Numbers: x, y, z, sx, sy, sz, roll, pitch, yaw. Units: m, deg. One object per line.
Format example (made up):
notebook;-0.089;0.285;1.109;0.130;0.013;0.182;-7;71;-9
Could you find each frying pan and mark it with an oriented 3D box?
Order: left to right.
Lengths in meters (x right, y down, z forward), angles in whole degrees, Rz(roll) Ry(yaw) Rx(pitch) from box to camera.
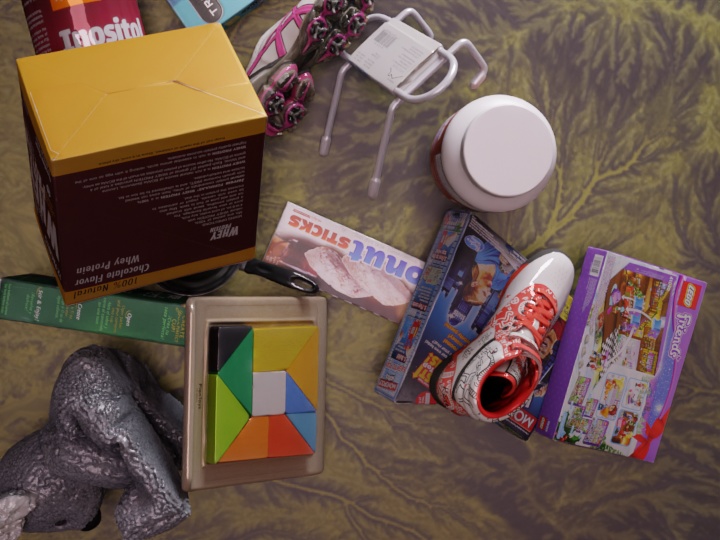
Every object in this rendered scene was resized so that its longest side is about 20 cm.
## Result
frying pan;-0.137;-0.029;1.316;0.188;0.031;0.116;0;77;-2

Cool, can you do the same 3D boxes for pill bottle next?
pill bottle;-0.276;-0.245;1.272;0.112;0.113;0.201;-15;93;-1
pill bottle;0.131;-0.114;1.247;0.111;0.200;0.113;0;92;-2

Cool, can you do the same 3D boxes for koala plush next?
koala plush;-0.287;0.190;1.263;0.199;0.178;0.184;-32;106;13

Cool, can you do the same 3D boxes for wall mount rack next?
wall mount rack;0.029;-0.176;1.274;0.174;0.200;0.075;-44;128;-1

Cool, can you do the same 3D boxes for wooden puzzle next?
wooden puzzle;-0.097;0.119;1.265;0.037;0.199;0.187;1;90;42

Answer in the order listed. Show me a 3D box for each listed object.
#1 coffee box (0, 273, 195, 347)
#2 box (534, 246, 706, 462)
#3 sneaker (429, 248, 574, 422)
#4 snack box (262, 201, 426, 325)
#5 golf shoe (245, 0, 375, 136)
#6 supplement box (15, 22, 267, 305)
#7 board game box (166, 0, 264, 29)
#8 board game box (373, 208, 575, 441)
coffee box;-0.254;0.038;1.281;0.198;0.123;0.044;9;92;-1
box;0.271;0.089;1.317;0.136;0.039;0.201;16;92;-26
sneaker;0.160;0.065;1.231;0.201;0.108;0.067;-46;109;-10
snack box;0.000;0.000;1.335;0.199;0.024;0.072;24;90;-3
golf shoe;-0.064;-0.240;1.292;0.092;0.073;0.200;40;95;39
supplement box;-0.207;-0.099;1.197;0.196;0.201;0.133;-14;54;-19
board game box;-0.131;-0.351;1.305;0.199;0.047;0.151;-36;93;0
board game box;0.117;0.076;1.307;0.200;0.062;0.200;39;83;-20
